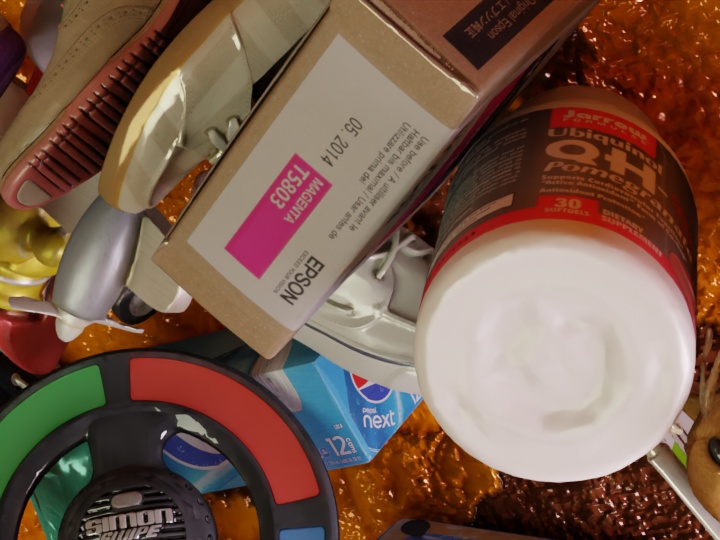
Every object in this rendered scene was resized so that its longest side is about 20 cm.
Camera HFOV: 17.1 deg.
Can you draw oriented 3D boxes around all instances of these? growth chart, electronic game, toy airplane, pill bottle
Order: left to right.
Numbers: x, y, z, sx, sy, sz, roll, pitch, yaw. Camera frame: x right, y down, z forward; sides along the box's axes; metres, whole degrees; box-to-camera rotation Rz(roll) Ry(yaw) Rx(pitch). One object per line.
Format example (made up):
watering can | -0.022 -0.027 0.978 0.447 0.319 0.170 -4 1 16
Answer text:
toy airplane | -0.167 -0.051 1.194 0.200 0.141 0.199 -20 89 56
electronic game | -0.109 0.134 1.172 0.200 0.200 0.042 28 165 15
pill bottle | 0.086 -0.005 1.006 0.111 0.200 0.111 3 115 7
growth chart | 0.151 0.086 1.062 0.018 0.200 0.145 -40 105 12

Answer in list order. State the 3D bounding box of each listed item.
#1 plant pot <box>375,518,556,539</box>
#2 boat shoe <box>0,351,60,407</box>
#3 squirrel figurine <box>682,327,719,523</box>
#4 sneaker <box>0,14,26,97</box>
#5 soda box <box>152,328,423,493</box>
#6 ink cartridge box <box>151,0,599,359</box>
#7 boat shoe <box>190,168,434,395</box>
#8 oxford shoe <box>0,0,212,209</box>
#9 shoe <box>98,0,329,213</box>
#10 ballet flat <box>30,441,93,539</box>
plant pot | 0.058 0.241 1.223 0.200 0.200 0.180 6 117 31
boat shoe | -0.190 0.103 1.355 0.200 0.093 0.075 44 135 0
squirrel figurine | 0.222 0.040 0.958 0.187 0.200 0.142 -43 72 21
sneaker | -0.199 -0.023 1.120 0.083 0.200 0.081 23 178 -12
soda box | -0.067 0.072 1.267 0.200 0.068 0.064 -15 112 40
ink cartridge box | 0.016 -0.075 1.038 0.075 0.165 0.200 42 135 2
boat shoe | 0.000 0.000 1.174 0.200 0.072 0.066 24 137 29
oxford shoe | -0.111 -0.118 1.104 0.075 0.200 0.070 37 174 15
shoe | -0.045 -0.097 1.078 0.053 0.070 0.200 42 103 11
ballet flat | -0.132 0.149 1.278 0.070 0.067 0.200 3 128 16
